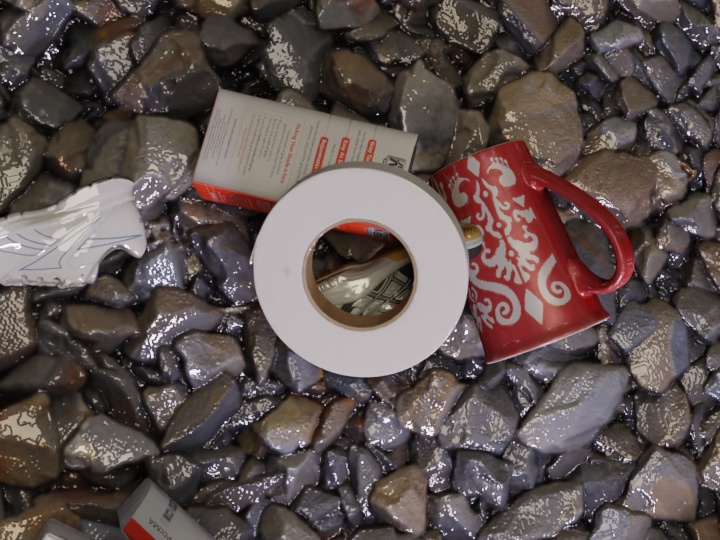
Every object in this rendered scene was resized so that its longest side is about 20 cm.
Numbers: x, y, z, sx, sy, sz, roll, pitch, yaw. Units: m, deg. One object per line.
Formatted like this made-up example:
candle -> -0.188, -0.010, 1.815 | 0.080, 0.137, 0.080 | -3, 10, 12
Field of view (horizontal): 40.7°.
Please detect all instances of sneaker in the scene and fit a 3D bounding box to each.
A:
sneaker -> 0.036, 0.020, 0.957 | 0.199, 0.076, 0.088 | -23, 99, 14
sneaker -> -0.288, -0.017, 0.887 | 0.200, 0.074, 0.087 | -25, 95, -18

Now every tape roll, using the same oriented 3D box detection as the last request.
tape roll -> 0.000, 0.000, 0.897 | 0.202, 0.037, 0.204 | 2, 107, 8

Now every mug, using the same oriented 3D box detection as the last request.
mug -> 0.174, -0.029, 0.990 | 0.177, 0.133, 0.201 | -23, 84, 12

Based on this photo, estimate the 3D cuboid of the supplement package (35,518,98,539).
supplement package -> -0.261, 0.330, 0.817 | 0.120, 0.121, 0.200 | 29, 76, -10

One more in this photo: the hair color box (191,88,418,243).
hair color box -> -0.052, -0.101, 0.945 | 0.199, 0.061, 0.102 | 14, 78, 4

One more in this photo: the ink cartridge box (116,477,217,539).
ink cartridge box -> -0.133, 0.252, 0.825 | 0.160, 0.200, 0.047 | 45, 73, -6
